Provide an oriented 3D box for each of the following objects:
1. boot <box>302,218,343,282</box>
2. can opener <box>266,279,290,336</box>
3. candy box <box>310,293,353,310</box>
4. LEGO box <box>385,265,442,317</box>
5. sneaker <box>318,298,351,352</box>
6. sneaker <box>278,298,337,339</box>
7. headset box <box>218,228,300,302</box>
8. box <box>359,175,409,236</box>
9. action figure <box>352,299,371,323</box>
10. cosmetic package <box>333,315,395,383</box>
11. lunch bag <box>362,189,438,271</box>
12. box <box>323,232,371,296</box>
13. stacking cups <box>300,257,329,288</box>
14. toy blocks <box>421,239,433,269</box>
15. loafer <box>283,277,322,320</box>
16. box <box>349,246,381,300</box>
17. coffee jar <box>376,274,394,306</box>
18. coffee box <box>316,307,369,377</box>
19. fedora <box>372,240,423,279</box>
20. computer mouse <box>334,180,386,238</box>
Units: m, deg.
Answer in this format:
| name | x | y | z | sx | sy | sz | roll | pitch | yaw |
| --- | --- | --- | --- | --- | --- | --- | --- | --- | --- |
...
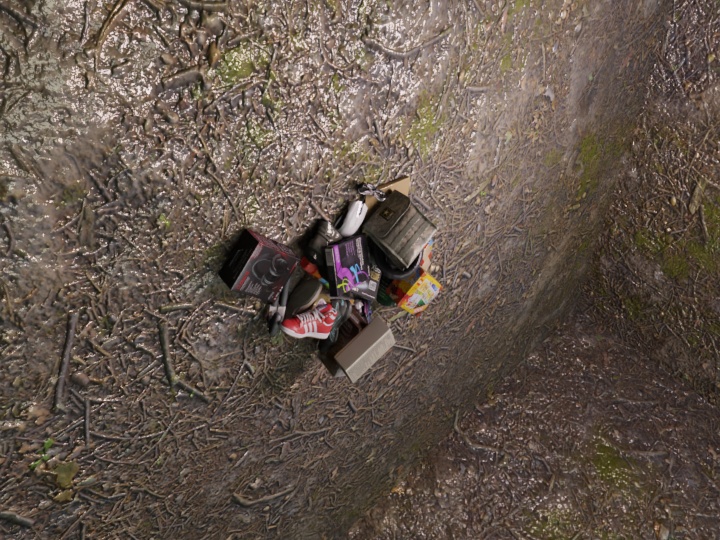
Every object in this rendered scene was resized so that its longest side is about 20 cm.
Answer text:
| name | x | y | z | sx | sy | sz | roll | pitch | yaw |
| --- | --- | --- | --- | --- | --- | --- | --- | --- | --- |
| boot | -0.083 | -0.050 | 1.578 | 0.133 | 0.066 | 0.201 | -59 | 136 | -21 |
| can opener | -0.240 | 0.094 | 1.563 | 0.051 | 0.066 | 0.207 | 0 | 113 | -31 |
| candy box | -0.120 | 0.141 | 1.759 | 0.196 | 0.055 | 0.119 | -4 | 124 | -49 |
| LEGO box | 0.193 | 0.066 | 1.865 | 0.150 | 0.077 | 0.199 | -49 | 148 | 6 |
| sneaker | -0.102 | 0.175 | 1.716 | 0.077 | 0.076 | 0.205 | 16 | 110 | -29 |
| sneaker | -0.153 | 0.143 | 1.589 | 0.196 | 0.071 | 0.115 | 10 | 115 | -48 |
| headset box | -0.278 | -0.011 | 1.424 | 0.151 | 0.077 | 0.198 | -56 | 147 | 7 |
| box | 0.078 | -0.206 | 1.710 | 0.196 | 0.021 | 0.168 | -25 | 137 | -33 |
| action figure | -0.010 | 0.194 | 1.873 | 0.100 | 0.203 | 0.199 | -1 | 125 | 2 |
| cosmetic package | 0.016 | 0.259 | 1.712 | 0.199 | 0.073 | 0.105 | -42 | 146 | -12 |
| lunch bag | 0.120 | -0.133 | 1.645 | 0.165 | 0.199 | 0.118 | -47 | 179 | -8 |
| box | -0.035 | -0.021 | 1.583 | 0.198 | 0.035 | 0.149 | -30 | 116 | -56 |
| stacking cups | -0.119 | 0.007 | 1.650 | 0.061 | 0.060 | 0.199 | -50 | 141 | 0 |
| toy blocks | 0.222 | -0.068 | 1.954 | 0.139 | 0.098 | 0.201 | -56 | 147 | -12 |
| loafer | -0.188 | 0.105 | 1.641 | 0.200 | 0.072 | 0.063 | -46 | 154 | 9 |
| box | 0.000 | 0.000 | 1.727 | 0.198 | 0.048 | 0.164 | 25 | 77 | -55 |
| coffee jar | 0.112 | 0.024 | 1.881 | 0.103 | 0.084 | 0.205 | -36 | 148 | -38 |
| coffee box | -0.056 | 0.244 | 1.783 | 0.078 | 0.114 | 0.205 | 3 | 120 | -50 |
| fedora | 0.118 | -0.072 | 1.746 | 0.200 | 0.202 | 0.091 | -42 | -175 | -11 |
| computer mouse | -0.010 | -0.171 | 1.598 | 0.108 | 0.044 | 0.203 | 19 | 111 | -45 |
